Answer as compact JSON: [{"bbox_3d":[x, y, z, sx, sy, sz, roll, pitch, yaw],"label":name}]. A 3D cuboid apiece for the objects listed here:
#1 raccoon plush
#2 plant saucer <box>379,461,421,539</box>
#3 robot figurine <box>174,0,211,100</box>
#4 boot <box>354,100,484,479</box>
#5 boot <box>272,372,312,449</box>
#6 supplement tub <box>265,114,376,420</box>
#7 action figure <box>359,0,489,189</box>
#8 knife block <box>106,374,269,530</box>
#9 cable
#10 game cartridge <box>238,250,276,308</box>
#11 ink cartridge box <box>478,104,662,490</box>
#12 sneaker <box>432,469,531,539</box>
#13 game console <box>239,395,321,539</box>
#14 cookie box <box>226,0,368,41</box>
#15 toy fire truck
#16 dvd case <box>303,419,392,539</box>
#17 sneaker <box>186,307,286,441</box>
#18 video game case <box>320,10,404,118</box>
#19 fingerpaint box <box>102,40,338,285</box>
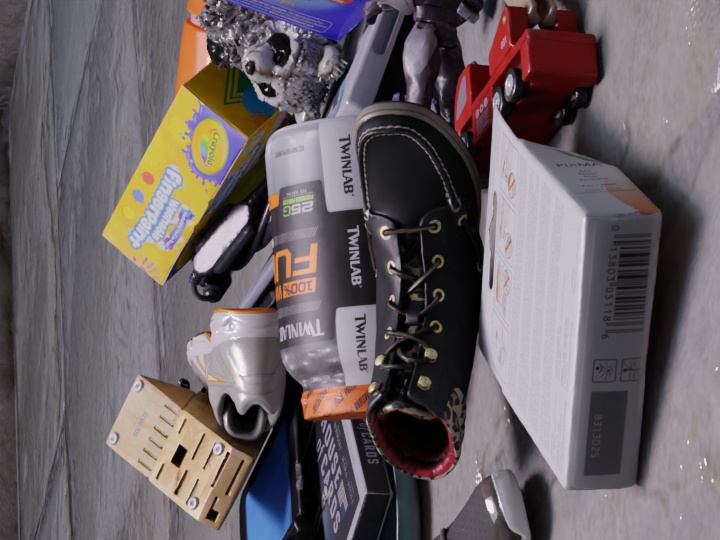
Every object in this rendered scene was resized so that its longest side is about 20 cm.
[{"bbox_3d":[-0.027,-0.191,1.649,0.134,0.199,0.097,40,144,23],"label":"raccoon plush"},{"bbox_3d":[0.010,0.201,1.604,0.200,0.027,0.202,-176,90,-75],"label":"plant saucer"},{"bbox_3d":[-0.108,-0.187,1.958,0.116,0.143,0.202,24,111,43],"label":"robot figurine"},{"bbox_3d":[0.035,0.013,1.329,0.204,0.073,0.155,72,-159,-44],"label":"boot"},{"bbox_3d":[-0.044,0.139,1.741,0.186,0.064,0.202,-127,44,-83],"label":"boot"},{"bbox_3d":[0.000,0.000,1.495,0.122,0.121,0.202,153,114,-72],"label":"supplement tub"},{"bbox_3d":[0.047,-0.152,1.420,0.069,0.130,0.202,2,90,35],"label":"action figure"},{"bbox_3d":[-0.106,0.149,1.737,0.200,0.175,0.064,32,98,45],"label":"knife block"},{"bbox_3d":[-0.068,-0.062,1.813,0.201,0.051,0.163,-53,-4,20],"label":"cable"},{"bbox_3d":[-0.040,-0.028,1.715,0.134,0.041,0.200,-65,7,-29],"label":"game cartridge"},{"bbox_3d":[0.115,0.011,1.230,0.200,0.050,0.164,-113,24,-67],"label":"ink cartridge box"},{"bbox_3d":[0.051,0.205,1.353,0.077,0.081,0.201,-104,24,-48],"label":"sneaker"},{"bbox_3d":[-0.108,0.220,1.679,0.117,0.175,0.200,52,149,17],"label":"game console"},{"bbox_3d":[-0.025,-0.259,1.485,0.200,0.170,0.076,-35,50,43],"label":"cookie box"},{"bbox_3d":[0.104,-0.158,1.321,0.200,0.048,0.142,126,145,-64],"label":"toy fire truck"},{"bbox_3d":[-0.020,0.186,1.622,0.151,0.024,0.201,-105,24,-49],"label":"dvd case"},{"bbox_3d":[-0.096,0.091,1.676,0.200,0.075,0.093,117,153,-74],"label":"sneaker"},{"bbox_3d":[-0.003,-0.158,1.638,0.200,0.022,0.184,129,163,-64],"label":"video game case"},{"bbox_3d":[-0.112,-0.108,1.786,0.167,0.073,0.200,-47,-6,-44],"label":"fingerpaint box"}]
